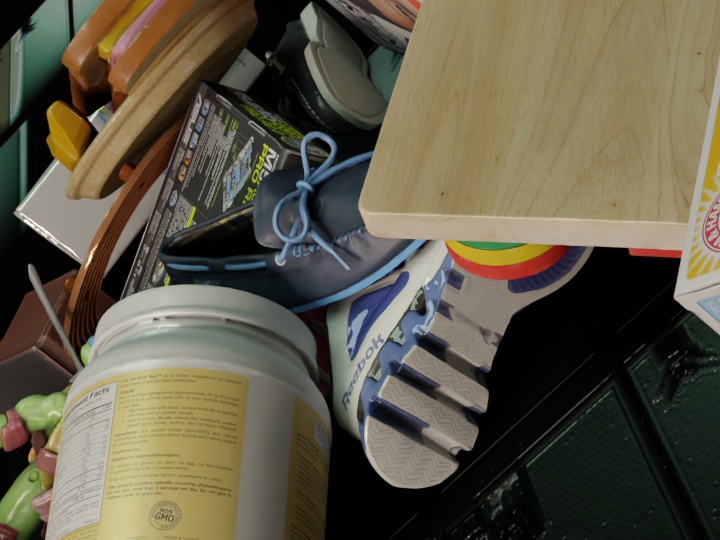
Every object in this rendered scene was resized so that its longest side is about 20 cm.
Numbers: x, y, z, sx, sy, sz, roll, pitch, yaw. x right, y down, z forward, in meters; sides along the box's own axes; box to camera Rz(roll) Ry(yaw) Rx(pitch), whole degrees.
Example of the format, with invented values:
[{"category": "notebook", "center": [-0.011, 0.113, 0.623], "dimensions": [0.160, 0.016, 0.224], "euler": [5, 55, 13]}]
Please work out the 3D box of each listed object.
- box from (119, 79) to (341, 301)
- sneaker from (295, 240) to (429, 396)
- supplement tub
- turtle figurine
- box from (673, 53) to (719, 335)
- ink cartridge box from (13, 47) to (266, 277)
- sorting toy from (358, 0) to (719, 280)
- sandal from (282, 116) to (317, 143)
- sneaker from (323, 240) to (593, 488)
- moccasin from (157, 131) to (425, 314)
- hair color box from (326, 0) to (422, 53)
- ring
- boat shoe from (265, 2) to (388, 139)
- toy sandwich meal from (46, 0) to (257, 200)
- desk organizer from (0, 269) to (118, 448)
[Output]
[{"category": "box", "center": [-0.090, -0.003, 1.217], "dimensions": [0.160, 0.044, 0.201], "euler": [40, 112, 58]}, {"category": "sneaker", "center": [0.000, 0.000, 1.129], "dimensions": [0.200, 0.074, 0.088], "euler": [-38, 30, 17]}, {"category": "supplement tub", "center": [-0.088, 0.123, 1.000], "dimensions": [0.145, 0.145, 0.201], "euler": [-29, 44, 38]}, {"category": "turtle figurine", "center": [-0.207, 0.105, 1.187], "dimensions": [0.144, 0.199, 0.195], "euler": [-53, -19, -76]}, {"category": "box", "center": [0.215, -0.050, 0.802], "dimensions": [0.101, 0.112, 0.201], "euler": [-24, 39, 44]}, {"category": "ink cartridge box", "center": [-0.165, -0.097, 1.455], "dimensions": [0.200, 0.085, 0.145], "euler": [-51, 7, -1]}, {"category": "sorting toy", "center": [0.122, -0.079, 0.948], "dimensions": [0.198, 0.070, 0.201], "euler": [3, 52, 20]}, {"category": "sandal", "center": [-0.045, -0.051, 1.254], "dimensions": [0.045, 0.075, 0.200], "euler": [-11, 20, -21]}, {"category": "sneaker", "center": [0.037, 0.013, 1.041], "dimensions": [0.200, 0.080, 0.115], "euler": [-58, 29, -9]}, {"category": "moccasin", "center": [-0.035, -0.020, 1.043], "dimensions": [0.200, 0.068, 0.081], "euler": [-29, 29, 34]}, {"category": "hair color box", "center": [0.030, -0.190, 1.271], "dimensions": [0.064, 0.111, 0.200], "euler": [-55, 26, -4]}, {"category": "ring", "center": [-0.151, -0.026, 1.327], "dimensions": [0.201, 0.019, 0.201], "euler": [-58, -10, -17]}, {"category": "boat shoe", "center": [-0.030, -0.126, 1.330], "dimensions": [0.060, 0.074, 0.200], "euler": [-45, 24, 13]}, {"category": "toy sandwich meal", "center": [-0.146, -0.130, 1.279], "dimensions": [0.205, 0.070, 0.205], "euler": [-49, 0, 0]}, {"category": "desk organizer", "center": [-0.256, 0.073, 1.444], "dimensions": [0.200, 0.072, 0.077], "euler": [-23, 36, 44]}]
